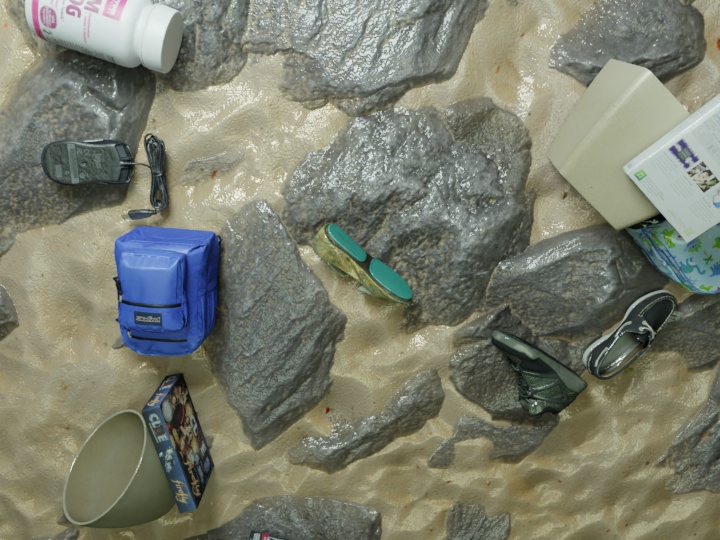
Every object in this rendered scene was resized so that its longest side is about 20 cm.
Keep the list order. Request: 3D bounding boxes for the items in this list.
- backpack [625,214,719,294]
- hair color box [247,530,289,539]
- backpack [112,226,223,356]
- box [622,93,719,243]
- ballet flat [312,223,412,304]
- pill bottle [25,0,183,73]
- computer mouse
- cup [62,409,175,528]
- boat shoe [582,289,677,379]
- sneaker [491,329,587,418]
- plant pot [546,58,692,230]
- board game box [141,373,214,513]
[{"bbox_3d":[0.547,-0.054,1.017,0.163,0.154,0.200,-35,115,1],"label":"backpack"},{"bbox_3d":[-0.131,0.579,1.186,0.199,0.099,0.061,17,103,-5],"label":"hair color box"},{"bbox_3d":[-0.327,0.043,1.013,0.161,0.168,0.201,6,108,5],"label":"backpack"},{"bbox_3d":[0.486,-0.150,0.831,0.144,0.036,0.200,44,119,-12],"label":"box"},{"bbox_3d":[0.000,0.000,1.060,0.200,0.071,0.071,39,101,-10],"label":"ballet flat"},{"bbox_3d":[-0.380,-0.377,0.928,0.199,0.113,0.114,17,104,-5],"label":"pill bottle"},{"bbox_3d":[-0.416,-0.153,1.025,0.199,0.046,0.141,-6,109,-4],"label":"computer mouse"},{"bbox_3d":[-0.404,0.371,1.100,0.200,0.201,0.143,-37,131,9],"label":"cup"},{"bbox_3d":[0.485,0.117,1.091,0.200,0.060,0.074,-41,100,9],"label":"boat shoe"},{"bbox_3d":[0.300,0.192,1.101,0.199,0.076,0.115,34,95,-14],"label":"sneaker"},{"bbox_3d":[0.408,-0.184,0.955,0.200,0.200,0.177,41,112,-10],"label":"plant pot"},{"bbox_3d":[-0.320,0.302,1.094,0.034,0.136,0.201,-14,105,3],"label":"board game box"}]
